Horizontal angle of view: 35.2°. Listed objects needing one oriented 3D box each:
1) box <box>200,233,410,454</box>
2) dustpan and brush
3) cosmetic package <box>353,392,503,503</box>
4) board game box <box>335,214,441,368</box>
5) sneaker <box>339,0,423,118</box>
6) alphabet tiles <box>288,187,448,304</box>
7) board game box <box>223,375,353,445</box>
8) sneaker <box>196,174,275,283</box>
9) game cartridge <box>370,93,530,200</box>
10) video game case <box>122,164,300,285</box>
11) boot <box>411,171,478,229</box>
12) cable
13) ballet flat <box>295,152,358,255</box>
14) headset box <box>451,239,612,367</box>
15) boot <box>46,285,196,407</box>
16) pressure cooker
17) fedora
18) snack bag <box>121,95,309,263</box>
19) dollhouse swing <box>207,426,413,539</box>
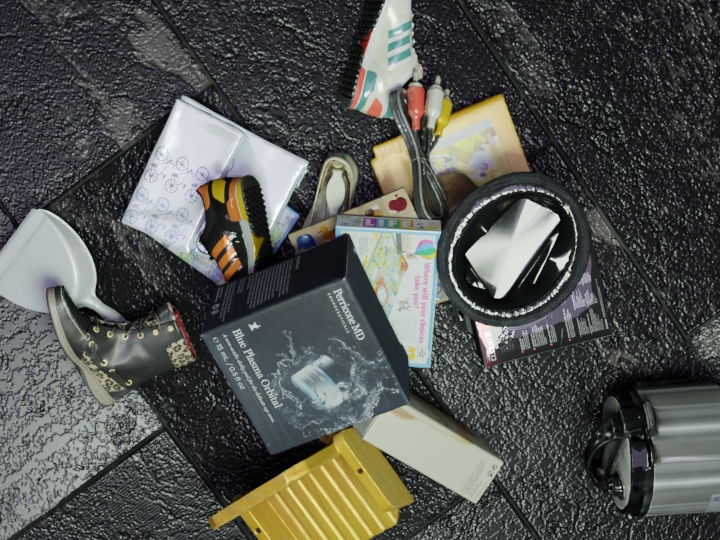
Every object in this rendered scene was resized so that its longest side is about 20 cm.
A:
[{"bbox_3d":[-0.064,0.094,1.417,0.198,0.118,0.198,-22,115,12],"label":"box"},{"bbox_3d":[-0.392,0.025,1.536,0.200,0.057,0.140,42,107,0],"label":"dustpan and brush"},{"bbox_3d":[0.083,0.220,1.512,0.199,0.105,0.071,33,95,-24],"label":"cosmetic package"},{"bbox_3d":[0.031,0.029,1.464,0.133,0.034,0.202,3,118,1],"label":"board game box"},{"bbox_3d":[0.045,-0.297,1.496,0.092,0.070,0.202,17,94,-23],"label":"sneaker"},{"bbox_3d":[0.000,0.000,1.476,0.198,0.008,0.168,-21,114,14],"label":"alphabet tiles"},{"bbox_3d":[-0.064,0.133,1.553,0.199,0.046,0.152,33,96,-5],"label":"board game box"},{"bbox_3d":[-0.167,-0.024,1.491,0.089,0.070,0.203,-1,103,21],"label":"sneaker"},{"bbox_3d":[0.129,-0.118,1.531,0.198,0.032,0.178,-22,97,1],"label":"game cartridge"},{"bbox_3d":[-0.201,-0.075,1.538,0.199,0.018,0.144,35,95,-5],"label":"video game case"},{"bbox_3d":[0.077,-0.052,1.507,0.199,0.074,0.076,-36,67,10],"label":"boot"},{"bbox_3d":[0.082,-0.160,1.453,0.096,0.050,0.203,18,60,-41],"label":"cable"},{"bbox_3d":[-0.044,-0.058,1.509,0.069,0.069,0.203,9,92,-2],"label":"ballet flat"},{"bbox_3d":[0.222,0.034,1.530,0.197,0.077,0.151,-15,97,2],"label":"headset box"},{"bbox_3d":[-0.316,0.080,1.505,0.149,0.073,0.202,-22,123,-1],"label":"boot"},{"bbox_3d":[0.398,0.237,1.509,0.197,0.179,0.178,-4,101,-1],"label":"pressure cooker"},{"bbox_3d":[0.190,-0.030,1.437,0.198,0.092,0.203,0,100,0],"label":"fedora"},{"bbox_3d":[-0.193,-0.104,1.514,0.198,0.021,0.190,27,96,-5],"label":"snack bag"},{"bbox_3d":[-0.067,0.324,1.486,0.199,0.176,0.183,-33,97,22],"label":"dollhouse swing"}]
